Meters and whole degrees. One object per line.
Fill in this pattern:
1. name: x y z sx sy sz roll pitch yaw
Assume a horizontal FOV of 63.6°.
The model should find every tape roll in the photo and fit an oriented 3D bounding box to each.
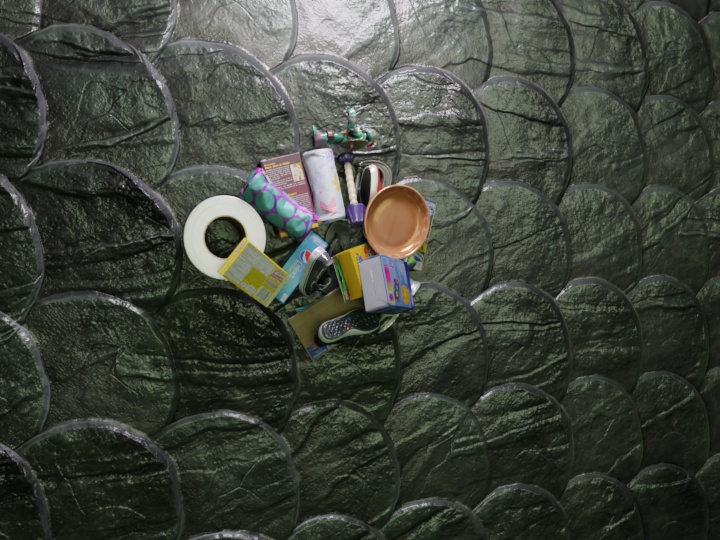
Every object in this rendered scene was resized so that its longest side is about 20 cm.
1. tape roll: -0.346 -0.080 1.464 0.198 0.139 0.208 0 90 -19

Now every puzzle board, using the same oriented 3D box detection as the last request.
1. puzzle board: -0.082 0.138 1.592 0.198 0.017 0.153 -31 120 -7

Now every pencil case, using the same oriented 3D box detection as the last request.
1. pencil case: -0.100 -0.226 1.573 0.083 0.089 0.205 -14 94 -63
2. pencil case: -0.203 -0.164 1.449 0.199 0.086 0.092 38 123 -14

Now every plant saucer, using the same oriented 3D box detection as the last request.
1. plant saucer: 0.096 -0.132 1.588 0.196 0.037 0.205 -4 102 -21

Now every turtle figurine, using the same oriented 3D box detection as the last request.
1. turtle figurine: -0.030 -0.373 1.566 0.195 0.150 0.103 -9 77 -4

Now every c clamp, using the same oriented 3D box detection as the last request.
1. c clamp: 0.008 -0.222 1.644 0.167 0.027 0.205 17 86 -18

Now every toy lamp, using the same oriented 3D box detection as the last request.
1. toy lamp: -0.023 -0.221 1.583 0.057 0.058 0.205 -4 74 -19

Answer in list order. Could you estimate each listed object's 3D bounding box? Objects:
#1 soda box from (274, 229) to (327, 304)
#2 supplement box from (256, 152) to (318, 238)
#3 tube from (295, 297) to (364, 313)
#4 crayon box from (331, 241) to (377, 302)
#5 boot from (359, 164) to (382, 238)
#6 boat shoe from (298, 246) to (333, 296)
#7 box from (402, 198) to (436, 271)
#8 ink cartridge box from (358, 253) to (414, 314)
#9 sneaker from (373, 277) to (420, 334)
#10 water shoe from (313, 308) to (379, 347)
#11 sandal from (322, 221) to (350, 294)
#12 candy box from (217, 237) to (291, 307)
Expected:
1. soda box: -0.176 -0.011 1.561 0.064 0.068 0.201 41 78 -16
2. supplement box: -0.195 -0.198 1.543 0.108 0.085 0.205 -16 96 -17
3. tube: -0.079 0.099 1.611 0.197 0.050 0.079 -25 106 -14
4. crayon box: 0.000 0.000 1.564 0.050 0.199 0.130 -15 96 27
5. boot: 0.075 -0.196 1.630 0.141 0.072 0.205 -9 105 -23
6. boat shoe: -0.109 0.020 1.519 0.068 0.201 0.071 42 54 13
7. box: 0.158 -0.103 1.676 0.063 0.070 0.205 15 86 -18
8. ink cartridge box: 0.079 0.042 1.560 0.075 0.199 0.140 -15 77 25
9. sneaker: 0.087 0.094 1.663 0.080 0.074 0.201 38 74 -4
10. water shoe: -0.039 0.155 1.577 0.197 0.079 0.073 -9 69 -35
11. sandal: -0.067 -0.035 1.612 0.074 0.043 0.205 9 88 -19
12. candy box: -0.255 0.009 1.422 0.103 0.026 0.200 -53 145 -7
